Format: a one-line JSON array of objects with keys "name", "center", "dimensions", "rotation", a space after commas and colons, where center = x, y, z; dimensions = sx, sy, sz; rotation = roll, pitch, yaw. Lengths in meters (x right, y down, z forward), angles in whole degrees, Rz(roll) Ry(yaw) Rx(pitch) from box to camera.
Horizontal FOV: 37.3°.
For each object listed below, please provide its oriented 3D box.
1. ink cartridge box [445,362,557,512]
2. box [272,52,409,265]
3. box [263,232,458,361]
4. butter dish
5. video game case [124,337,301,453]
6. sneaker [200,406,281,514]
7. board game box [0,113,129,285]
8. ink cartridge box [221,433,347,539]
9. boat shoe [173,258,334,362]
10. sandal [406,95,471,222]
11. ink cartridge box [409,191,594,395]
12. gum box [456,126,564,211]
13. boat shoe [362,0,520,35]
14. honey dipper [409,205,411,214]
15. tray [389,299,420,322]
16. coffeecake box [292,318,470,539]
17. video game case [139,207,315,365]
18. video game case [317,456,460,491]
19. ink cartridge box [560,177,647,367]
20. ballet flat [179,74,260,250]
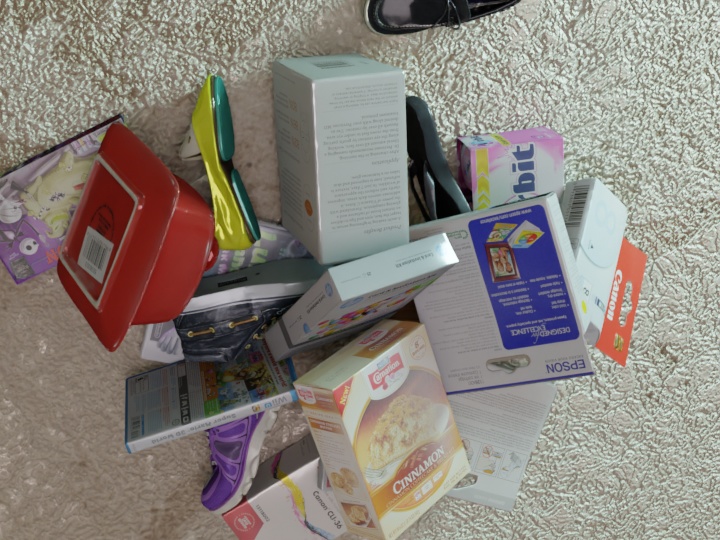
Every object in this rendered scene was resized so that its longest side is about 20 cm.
[{"name": "ink cartridge box", "center": [0.135, 0.199, 1.354], "dimensions": [0.199, 0.045, 0.177], "rotation": [20, 93, -26]}, {"name": "box", "center": [-0.023, -0.128, 1.178], "dimensions": [0.106, 0.152, 0.201], "rotation": [-9, 112, -18]}, {"name": "box", "center": [-0.003, 0.032, 1.183], "dimensions": [0.156, 0.200, 0.041], "rotation": [-18, 75, -32]}, {"name": "butter dish", "center": [-0.222, -0.030, 1.160], "dimensions": [0.147, 0.200, 0.200], "rotation": [13, 108, -40]}, {"name": "video game case", "center": [-0.174, 0.136, 1.232], "dimensions": [0.199, 0.143, 0.018], "rotation": [-18, 117, -3]}, {"name": "sneaker", "center": [-0.163, 0.204, 1.311], "dimensions": [0.083, 0.081, 0.201], "rotation": [15, 107, -19]}, {"name": "board game box", "center": [-0.332, -0.080, 1.212], "dimensions": [0.199, 0.032, 0.120], "rotation": [-27, 116, 0]}, {"name": "ink cartridge box", "center": [-0.066, 0.288, 1.368], "dimensions": [0.200, 0.068, 0.117], "rotation": [-33, 111, 2]}, {"name": "boat shoe", "center": [-0.122, 0.047, 1.254], "dimensions": [0.199, 0.071, 0.091], "rotation": [-10, 115, -1]}, {"name": "sandal", "center": [0.078, -0.104, 1.254], "dimensions": [0.043, 0.076, 0.201], "rotation": [-28, 103, -21]}, {"name": "ink cartridge box", "center": [0.153, 0.030, 1.198], "dimensions": [0.197, 0.047, 0.201], "rotation": [-12, 100, 33]}, {"name": "gum box", "center": [0.183, -0.065, 1.291], "dimensions": [0.113, 0.066, 0.201], "rotation": [-8, 111, -8]}, {"name": "boat shoe", "center": [0.100, -0.309, 1.193], "dimensions": [0.199, 0.062, 0.075], "rotation": [-14, 113, -4]}, {"name": "honey dipper", "center": [0.000, 0.000, 1.299], "dimensions": [0.038, 0.038, 0.200], "rotation": [34, 97, -19]}, {"name": "tray", "center": [0.121, 0.039, 1.274], "dimensions": [0.199, 0.037, 0.099], "rotation": [3, 113, 28]}, {"name": "coffeecake box", "center": [0.028, 0.180, 1.215], "dimensions": [0.153, 0.073, 0.201], "rotation": [-33, 113, -36]}, {"name": "video game case", "center": [-0.155, 0.030, 1.285], "dimensions": [0.181, 0.023, 0.201], "rotation": [12, 106, -15]}, {"name": "video game case", "center": [0.044, 0.204, 1.346], "dimensions": [0.199, 0.017, 0.144], "rotation": [3, 95, -26]}, {"name": "ink cartridge box", "center": [0.298, 0.007, 1.277], "dimensions": [0.200, 0.047, 0.161], "rotation": [33, 64, -38]}, {"name": "ballet flat", "center": [-0.167, -0.116, 1.203], "dimensions": [0.067, 0.067, 0.201], "rotation": [-11, 102, 8]}]
